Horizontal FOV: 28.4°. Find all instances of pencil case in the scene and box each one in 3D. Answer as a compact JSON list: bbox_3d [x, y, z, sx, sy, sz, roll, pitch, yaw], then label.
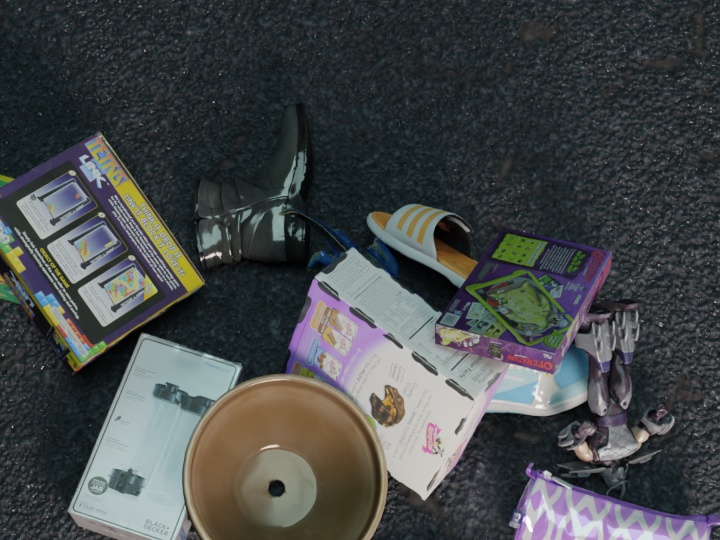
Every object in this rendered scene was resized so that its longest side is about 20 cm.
[{"bbox_3d":[0.246,0.254,1.400,0.199,0.084,0.086,15,97,5],"label":"pencil case"}]

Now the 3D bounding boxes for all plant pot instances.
[{"bbox_3d":[-0.078,0.210,1.403,0.200,0.093,0.202,3,72,-10],"label":"plant pot"}]

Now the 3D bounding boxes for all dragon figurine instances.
[{"bbox_3d":[0.000,0.000,1.484,0.059,0.200,0.099,-47,36,-21],"label":"dragon figurine"}]

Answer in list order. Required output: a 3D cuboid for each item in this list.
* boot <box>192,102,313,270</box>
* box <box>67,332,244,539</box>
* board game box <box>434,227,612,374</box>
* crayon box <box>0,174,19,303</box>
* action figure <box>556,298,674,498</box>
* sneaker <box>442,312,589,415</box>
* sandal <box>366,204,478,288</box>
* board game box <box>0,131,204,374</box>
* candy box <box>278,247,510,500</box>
[{"bbox_3d":[-0.120,-0.098,1.567,0.131,0.070,0.201,0,61,5],"label":"boot"},{"bbox_3d":[-0.203,0.177,1.443,0.116,0.060,0.201,16,67,6],"label":"box"},{"bbox_3d":[0.162,0.025,1.388,0.120,0.032,0.200,10,33,22],"label":"board game box"},{"bbox_3d":[-0.417,-0.045,1.541,0.199,0.058,0.119,16,67,6],"label":"crayon box"},{"bbox_3d":[0.251,0.133,1.431,0.130,0.069,0.201,-11,99,-33],"label":"action figure"},{"bbox_3d":[0.158,0.084,1.447,0.199,0.131,0.080,-6,50,-4],"label":"sneaker"},{"bbox_3d":[0.099,-0.028,1.504,0.206,0.079,0.059,33,111,32],"label":"sandal"},{"bbox_3d":[-0.288,-0.020,1.486,0.165,0.057,0.200,-34,88,-29],"label":"board game box"},{"bbox_3d":[0.028,0.104,1.416,0.200,0.168,0.072,36,45,14],"label":"candy box"}]
